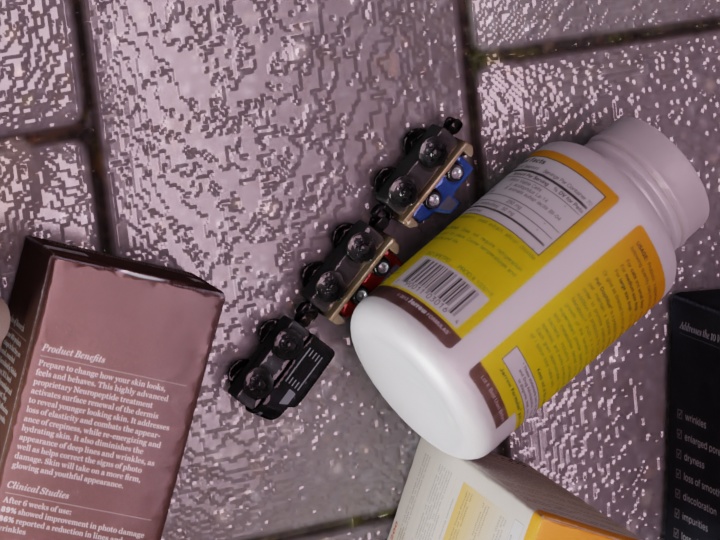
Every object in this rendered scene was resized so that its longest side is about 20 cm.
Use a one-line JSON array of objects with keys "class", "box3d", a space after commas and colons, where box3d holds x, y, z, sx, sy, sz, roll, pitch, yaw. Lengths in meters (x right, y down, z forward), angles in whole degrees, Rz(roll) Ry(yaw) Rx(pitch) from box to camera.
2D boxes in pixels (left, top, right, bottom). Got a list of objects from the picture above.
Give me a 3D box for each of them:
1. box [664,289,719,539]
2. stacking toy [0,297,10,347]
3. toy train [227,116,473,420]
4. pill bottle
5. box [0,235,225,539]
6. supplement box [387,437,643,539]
[{"class": "box", "box3d": [0.271, 0.121, 1.498, 0.123, 0.200, 0.198, -5, 102, -21]}, {"class": "stacking toy", "box3d": [-0.289, 0.015, 1.322, 0.200, 0.146, 0.146, 42, 84, -7]}, {"class": "toy train", "box3d": [0.000, 0.000, 1.464, 0.046, 0.034, 0.200, 39, 85, -26]}, {"class": "pill bottle", "box3d": [0.098, 0.004, 1.454, 0.200, 0.109, 0.109, -40, 111, -18]}, {"class": "box", "box3d": [-0.151, 0.091, 1.404, 0.100, 0.075, 0.201, 14, 96, -22]}, {"class": "supplement box", "box3d": [0.076, 0.176, 1.434, 0.073, 0.200, 0.127, 17, 95, -19]}]
